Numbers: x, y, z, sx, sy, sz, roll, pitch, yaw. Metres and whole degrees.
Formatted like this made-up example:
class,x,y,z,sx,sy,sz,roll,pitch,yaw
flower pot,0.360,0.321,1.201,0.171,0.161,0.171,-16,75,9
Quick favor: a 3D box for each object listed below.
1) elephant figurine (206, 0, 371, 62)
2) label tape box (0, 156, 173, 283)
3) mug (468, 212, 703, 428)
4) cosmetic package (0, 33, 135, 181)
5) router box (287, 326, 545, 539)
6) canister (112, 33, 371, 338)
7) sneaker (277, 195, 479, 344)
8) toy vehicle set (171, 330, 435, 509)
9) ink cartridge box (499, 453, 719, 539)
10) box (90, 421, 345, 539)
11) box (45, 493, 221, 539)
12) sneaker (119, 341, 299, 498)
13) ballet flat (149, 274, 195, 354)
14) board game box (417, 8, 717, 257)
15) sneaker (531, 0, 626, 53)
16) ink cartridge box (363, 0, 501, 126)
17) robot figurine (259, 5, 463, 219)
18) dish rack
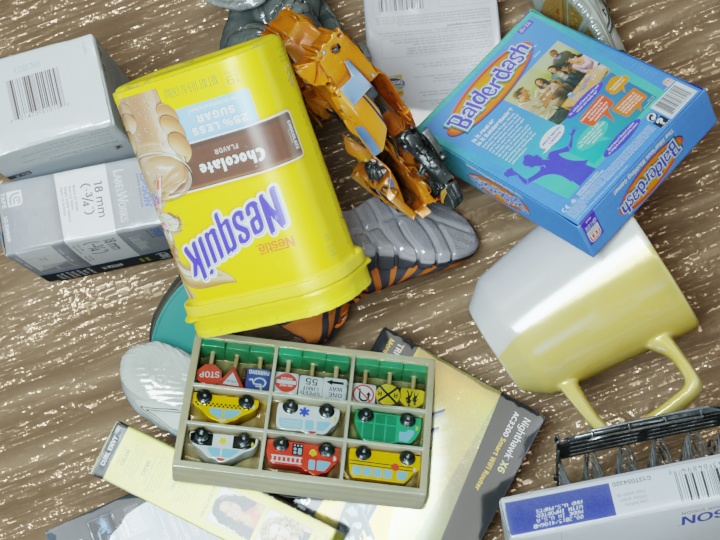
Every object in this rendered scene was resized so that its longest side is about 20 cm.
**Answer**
class,x,y,z,sx,sy,sz,roll,pitch,yaw
elephant figurine,-0.070,-0.255,1.330,0.154,0.141,0.202,-14,86,-13
label tape box,-0.189,-0.048,1.295,0.198,0.144,0.064,-12,80,2
mug,0.178,0.033,1.251,0.153,0.187,0.150,-33,123,6
cosmetic package,-0.241,-0.119,1.282,0.112,0.200,0.082,-15,79,4
router box,0.040,0.173,1.290,0.156,0.052,0.201,28,84,7
canister,-0.092,-0.063,1.168,0.148,0.087,0.201,-12,104,30
sneaker,0.000,0.000,1.314,0.199,0.112,0.078,-4,48,-27
toy vehicle set,-0.043,0.118,1.227,0.198,0.027,0.125,7,55,-2
ink cartridge box,0.212,0.216,1.199,0.195,0.201,0.044,-12,54,2
box,-0.113,0.187,1.237,0.199,0.075,0.050,24,81,9
box,-0.154,0.279,1.287,0.157,0.051,0.201,-24,80,-3
sneaker,-0.113,0.125,1.286,0.199,0.073,0.072,31,76,16
ballet flat,-0.115,-0.001,1.312,0.068,0.069,0.200,31,119,-9
board game box,0.161,-0.116,1.243,0.152,0.045,0.200,-46,47,-9
sneaker,0.189,-0.245,1.337,0.087,0.076,0.201,-34,96,-32
ink cartridge box,0.066,-0.186,1.353,0.118,0.042,0.202,-5,79,3
robot figurine,0.002,-0.119,1.233,0.058,0.145,0.200,-43,123,-7
dish rack,0.223,0.160,1.211,0.152,0.200,0.055,-13,66,1
